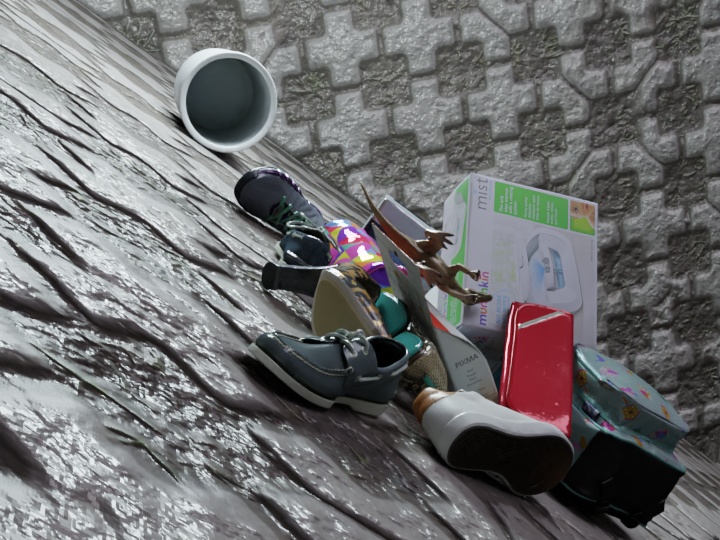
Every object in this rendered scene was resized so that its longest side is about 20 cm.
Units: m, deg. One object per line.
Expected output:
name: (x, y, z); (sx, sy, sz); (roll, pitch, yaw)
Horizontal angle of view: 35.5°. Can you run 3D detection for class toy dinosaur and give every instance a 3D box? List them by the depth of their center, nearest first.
toy dinosaur: (0.068, -0.013, 1.219); (0.200, 0.058, 0.101); (42, -11, -13)

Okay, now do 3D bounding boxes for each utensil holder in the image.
utensil holder: (-0.248, -0.310, 1.999); (0.169, 0.171, 0.200); (34, 4, -21)

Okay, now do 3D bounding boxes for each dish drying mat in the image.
dish drying mat: (0.190, 0.101, 1.201); (0.076, 0.018, 0.201); (14, 35, 2)

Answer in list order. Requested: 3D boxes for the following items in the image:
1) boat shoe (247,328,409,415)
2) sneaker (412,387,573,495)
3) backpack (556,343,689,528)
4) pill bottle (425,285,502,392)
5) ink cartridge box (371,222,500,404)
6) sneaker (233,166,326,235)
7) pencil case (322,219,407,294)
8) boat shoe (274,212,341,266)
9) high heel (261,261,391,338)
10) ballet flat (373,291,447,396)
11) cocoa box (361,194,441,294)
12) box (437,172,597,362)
boat shoe: (-0.019, 0.067, 0.881); (0.073, 0.062, 0.200); (40, 6, 29)
sneaker: (0.124, 0.148, 1.036); (0.199, 0.073, 0.085); (29, 12, -45)
backpack: (0.254, 0.172, 1.266); (0.175, 0.154, 0.200); (24, 6, -41)
pill bottle: (0.162, 0.101, 1.439); (0.199, 0.111, 0.111); (35, 6, -14)
ink cartridge box: (0.081, 0.051, 1.202); (0.162, 0.050, 0.202); (-132, -157, -65)
sneaker: (-0.091, -0.076, 1.549); (0.088, 0.075, 0.200); (46, 9, 34)
pencil case: (0.000, 0.000, 1.427); (0.088, 0.089, 0.200); (33, 6, -28)
boat shoe: (-0.064, -0.026, 1.346); (0.075, 0.062, 0.200); (34, 5, -2)
high heel: (0.009, 0.037, 1.102); (0.142, 0.072, 0.200); (8, 16, -39)
ballet flat: (0.044, 0.086, 1.146); (0.076, 0.068, 0.200); (56, -2, -20)
cocoa box: (0.078, 0.005, 1.598); (0.199, 0.132, 0.133); (36, 6, 0)
box: (0.188, 0.006, 1.364); (0.175, 0.202, 0.097); (13, -25, -14)
